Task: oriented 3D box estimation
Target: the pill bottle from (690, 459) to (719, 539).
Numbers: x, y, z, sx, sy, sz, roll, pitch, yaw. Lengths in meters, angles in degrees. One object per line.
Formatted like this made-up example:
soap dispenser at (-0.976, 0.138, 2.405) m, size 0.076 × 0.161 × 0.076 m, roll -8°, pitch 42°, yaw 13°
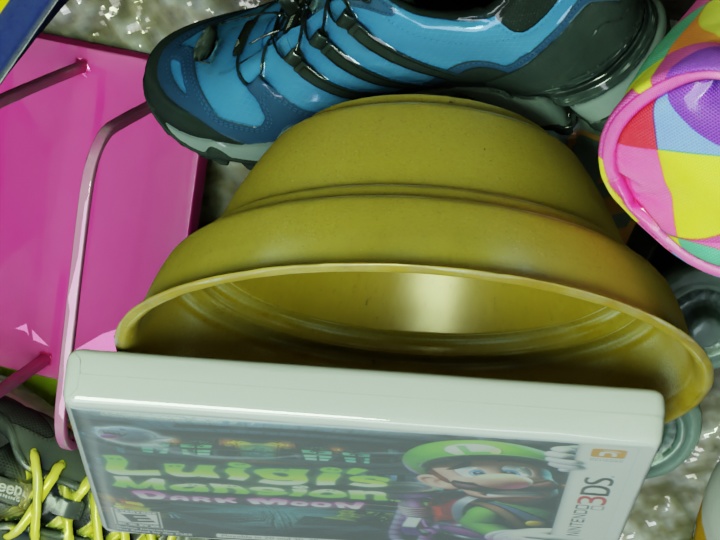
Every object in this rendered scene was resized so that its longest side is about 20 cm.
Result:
pill bottle at (0.183, 0.130, 1.130) m, size 0.112 × 0.113 × 0.200 m, roll 17°, pitch 132°, yaw 9°

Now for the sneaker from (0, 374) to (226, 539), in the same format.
sneaker at (-0.113, 0.099, 1.138) m, size 0.199 × 0.085 × 0.075 m, roll 19°, pitch 96°, yaw 18°

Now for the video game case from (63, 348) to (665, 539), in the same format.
video game case at (0.000, 0.071, 1.017) m, size 0.199 × 0.023 × 0.182 m, roll 4°, pitch 161°, yaw 1°

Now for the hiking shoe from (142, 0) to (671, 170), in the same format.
hiking shoe at (0.006, -0.091, 0.982) m, size 0.199 × 0.075 × 0.087 m, roll -7°, pitch 139°, yaw 26°

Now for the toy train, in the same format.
toy train at (0.090, -0.007, 1.049) m, size 0.114 × 0.085 × 0.200 m, roll 17°, pitch 118°, yaw -14°

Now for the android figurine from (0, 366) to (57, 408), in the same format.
android figurine at (-0.083, 0.080, 1.194) m, size 0.200 × 0.041 × 0.182 m, roll 30°, pitch 99°, yaw 17°

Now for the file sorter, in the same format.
file sorter at (-0.177, -0.022, 1.118) m, size 0.199 × 0.125 × 0.139 m, roll 12°, pitch 105°, yaw 13°

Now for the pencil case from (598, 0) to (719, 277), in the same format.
pencil case at (0.151, -0.077, 0.919) m, size 0.088 × 0.200 × 0.089 m, roll 16°, pitch 132°, yaw 19°

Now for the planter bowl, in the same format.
planter bowl at (0.020, -0.005, 0.956) m, size 0.200 × 0.084 × 0.200 m, roll 3°, pitch 161°, yaw 1°

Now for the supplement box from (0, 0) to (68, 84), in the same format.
supplement box at (-0.177, -0.172, 1.034) m, size 0.200 × 0.109 × 0.110 m, roll 36°, pitch 127°, yaw -6°
